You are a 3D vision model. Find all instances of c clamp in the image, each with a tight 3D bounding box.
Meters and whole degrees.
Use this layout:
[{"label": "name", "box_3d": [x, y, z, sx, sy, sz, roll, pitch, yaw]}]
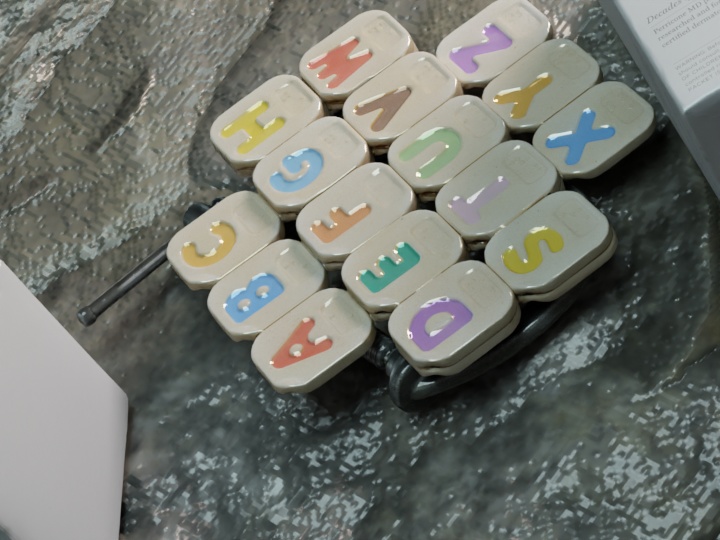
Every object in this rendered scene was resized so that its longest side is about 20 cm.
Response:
[{"label": "c clamp", "box_3d": [0.000, 0.000, 1.177, 0.200, 0.027, 0.171, 27, 68, 41]}]

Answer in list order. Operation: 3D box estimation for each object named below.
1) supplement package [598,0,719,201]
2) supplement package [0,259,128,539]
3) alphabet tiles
[{"label": "supplement package", "box_3d": [0.158, -0.120, 1.109, 0.120, 0.121, 0.200, -30, 48, 5]}, {"label": "supplement package", "box_3d": [-0.212, 0.092, 1.160, 0.200, 0.117, 0.118, -13, 51, 20]}, {"label": "alphabet tiles", "box_3d": [0.018, -0.037, 1.170, 0.195, 0.015, 0.200, -36, 45, -7]}]
